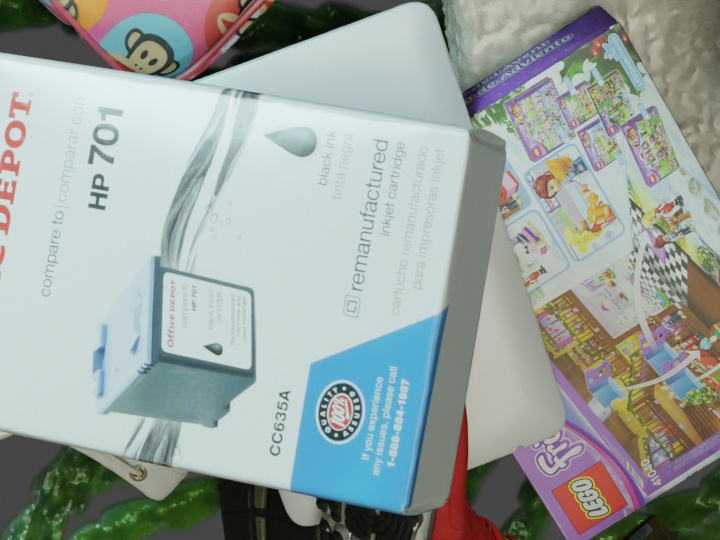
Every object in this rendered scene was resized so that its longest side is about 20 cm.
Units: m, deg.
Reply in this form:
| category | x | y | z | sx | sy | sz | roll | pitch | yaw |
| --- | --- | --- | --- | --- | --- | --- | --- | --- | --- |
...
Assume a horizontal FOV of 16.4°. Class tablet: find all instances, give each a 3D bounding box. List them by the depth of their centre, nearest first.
| category | x | y | z | sx | sy | sz | roll | pitch | yaw |
| --- | --- | --- | --- | --- | --- | --- | --- | --- | --- |
| tablet | 0.000 | 0.000 | 1.051 | 0.129 | 0.014 | 0.201 | -20 | 108 | -2 |

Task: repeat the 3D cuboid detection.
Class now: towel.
| category | x | y | z | sx | sy | sz | roll | pitch | yaw |
| --- | --- | --- | --- | --- | --- | --- | --- | --- | --- |
| towel | 0.104 | -0.077 | 1.109 | 0.131 | 0.035 | 0.202 | -8 | 108 | -6 |

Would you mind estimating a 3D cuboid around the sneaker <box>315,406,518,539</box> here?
| category | x | y | z | sx | sy | sz | roll | pitch | yaw |
| --- | --- | --- | --- | --- | --- | --- | --- | --- | --- |
| sneaker | 0.032 | 0.120 | 1.064 | 0.084 | 0.077 | 0.201 | -17 | 127 | -27 |

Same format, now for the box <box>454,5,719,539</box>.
| category | x | y | z | sx | sy | sz | roll | pitch | yaw |
| --- | --- | --- | --- | --- | --- | --- | --- | --- | --- |
| box | 0.099 | 0.005 | 1.095 | 0.136 | 0.039 | 0.201 | -32 | 109 | 2 |

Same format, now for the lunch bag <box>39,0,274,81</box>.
| category | x | y | z | sx | sy | sz | roll | pitch | yaw |
| --- | --- | --- | --- | --- | --- | --- | --- | --- | --- |
| lunch bag | -0.093 | -0.194 | 1.015 | 0.176 | 0.082 | 0.200 | -45 | 107 | 5 |

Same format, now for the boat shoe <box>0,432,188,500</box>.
| category | x | y | z | sx | sy | sz | roll | pitch | yaw |
| --- | --- | --- | --- | --- | --- | --- | --- | --- | --- |
| boat shoe | -0.156 | 0.044 | 1.081 | 0.199 | 0.071 | 0.070 | 27 | 99 | -17 |

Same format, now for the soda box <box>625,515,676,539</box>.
| category | x | y | z | sx | sy | sz | roll | pitch | yaw |
| --- | --- | --- | --- | --- | --- | --- | --- | --- | --- |
| soda box | 0.091 | 0.213 | 1.176 | 0.200 | 0.064 | 0.068 | -42 | 108 | 5 |

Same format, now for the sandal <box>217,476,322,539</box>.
| category | x | y | z | sx | sy | sz | roll | pitch | yaw |
| --- | --- | --- | --- | --- | --- | --- | --- | --- | --- |
| sandal | -0.021 | 0.115 | 1.132 | 0.057 | 0.079 | 0.203 | -7 | 104 | -50 |

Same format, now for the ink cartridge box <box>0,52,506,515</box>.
| category | x | y | z | sx | sy | sz | roll | pitch | yaw |
| --- | --- | --- | --- | --- | --- | --- | --- | --- | --- |
| ink cartridge box | -0.056 | 0.004 | 0.967 | 0.198 | 0.086 | 0.148 | 10 | 91 | 12 |
